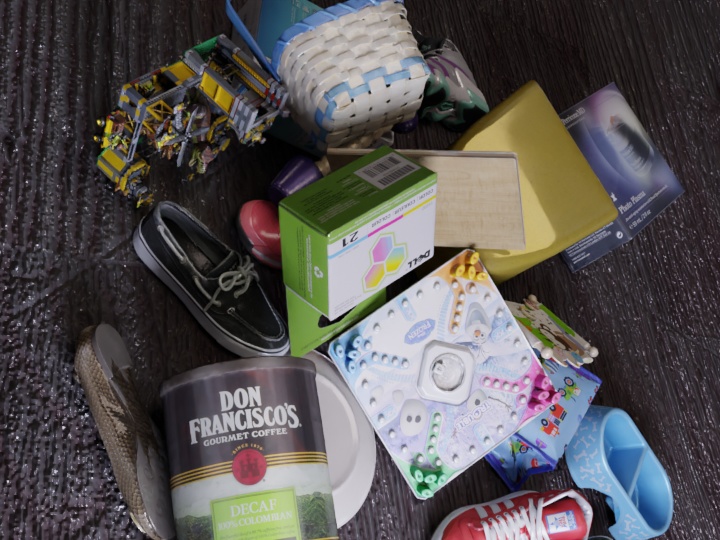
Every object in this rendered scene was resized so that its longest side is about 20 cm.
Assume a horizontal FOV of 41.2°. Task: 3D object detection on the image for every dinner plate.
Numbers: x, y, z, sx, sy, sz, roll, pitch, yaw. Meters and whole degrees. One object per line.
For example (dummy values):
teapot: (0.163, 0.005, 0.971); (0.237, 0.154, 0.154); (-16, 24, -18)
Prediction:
dinner plate: (-0.060, 0.168, 0.982); (0.198, 0.024, 0.203); (19, 56, -31)

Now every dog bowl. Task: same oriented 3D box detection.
dog bowl: (0.328, 0.254, 1.200); (0.201, 0.049, 0.112); (54, 47, -20)

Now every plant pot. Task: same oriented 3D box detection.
plant pot: (0.149, -0.072, 1.166); (0.199, 0.195, 0.196); (-33, 89, -32)

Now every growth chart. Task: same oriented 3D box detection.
growth chart: (0.222, 0.071, 1.175); (0.144, 0.018, 0.199); (42, 16, 29)

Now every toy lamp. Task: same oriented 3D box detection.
toy lamp: (-0.019, -0.129, 1.061); (0.199, 0.058, 0.059); (-37, 91, -30)

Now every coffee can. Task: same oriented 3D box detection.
coffee can: (-0.096, 0.192, 0.847); (0.144, 0.146, 0.204); (3, 69, -37)

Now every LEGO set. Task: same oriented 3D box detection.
LEGO set: (-0.161, -0.137, 0.972); (0.116, 0.155, 0.199); (41, 38, 10)

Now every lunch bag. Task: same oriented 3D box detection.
lunch bag: (0.166, 0.131, 1.147); (0.200, 0.094, 0.151); (43, 50, 0)

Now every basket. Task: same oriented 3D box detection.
basket: (-0.032, -0.239, 1.018); (0.174, 0.139, 0.202); (-21, 76, -19)

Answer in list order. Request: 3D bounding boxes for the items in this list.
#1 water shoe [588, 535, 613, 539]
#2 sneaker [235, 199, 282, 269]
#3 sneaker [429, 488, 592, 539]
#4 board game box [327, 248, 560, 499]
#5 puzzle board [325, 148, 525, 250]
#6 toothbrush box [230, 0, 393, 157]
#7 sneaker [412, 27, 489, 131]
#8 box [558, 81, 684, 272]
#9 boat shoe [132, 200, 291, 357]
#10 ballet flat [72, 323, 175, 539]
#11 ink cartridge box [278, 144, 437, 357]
water shoe: (0.265, 0.406, 1.099); (0.079, 0.070, 0.202); (59, 38, -37)
sneaker: (-0.042, -0.036, 1.059); (0.198, 0.087, 0.075); (25, 53, -26)
sneaker: (0.170, 0.284, 1.037); (0.198, 0.112, 0.073); (-13, 88, -41)
board game box: (0.095, 0.113, 1.045); (0.198, 0.026, 0.202); (-33, 96, -11)
puzzle board: (0.073, -0.077, 1.017); (0.152, 0.196, 0.018); (71, 28, -53)
toothbrush box: (-0.057, -0.229, 1.148); (0.197, 0.085, 0.149); (20, 57, -28)
sneaker: (0.087, -0.274, 1.293); (0.199, 0.077, 0.142); (13, 53, -53)
box: (0.339, -0.140, 1.392); (0.199, 0.123, 0.200); (-33, 88, -44)
boat shoe: (-0.138, 0.009, 0.966); (0.200, 0.068, 0.074); (48, 45, -5)
ballet flat: (-0.214, 0.147, 0.861); (0.203, 0.046, 0.067); (68, 16, 3)
ink cartridge box: (0.000, 0.000, 0.956); (0.147, 0.203, 0.075); (-31, 47, -33)
